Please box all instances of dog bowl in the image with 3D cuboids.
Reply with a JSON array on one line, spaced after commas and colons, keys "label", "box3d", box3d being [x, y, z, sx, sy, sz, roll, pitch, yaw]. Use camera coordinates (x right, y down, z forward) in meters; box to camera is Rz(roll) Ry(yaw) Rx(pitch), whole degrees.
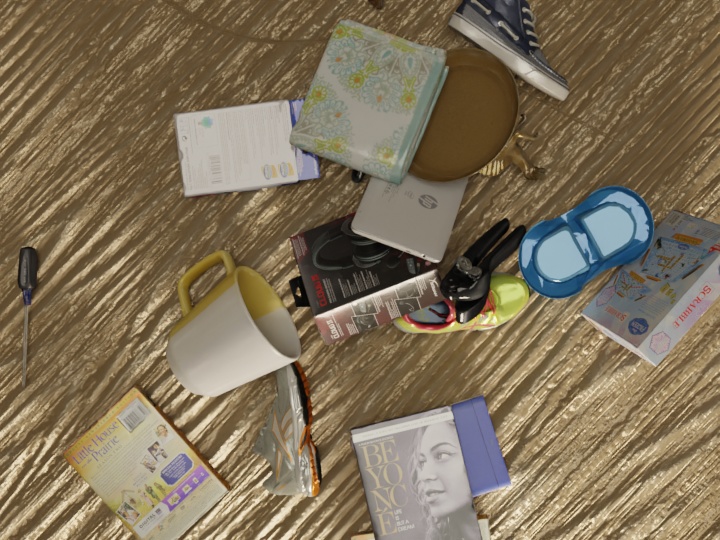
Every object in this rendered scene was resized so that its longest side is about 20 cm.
[{"label": "dog bowl", "box3d": [0.312, -0.039, 1.684, 0.199, 0.050, 0.112, -29, 89, 0]}]

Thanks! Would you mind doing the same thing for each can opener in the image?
[{"label": "can opener", "box3d": [0.167, -0.013, 1.639, 0.063, 0.079, 0.200, 25, 46, 14]}]

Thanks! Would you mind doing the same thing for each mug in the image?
[{"label": "mug", "box3d": [-0.186, 0.087, 1.672, 0.153, 0.187, 0.150, -33, 120, 15]}]

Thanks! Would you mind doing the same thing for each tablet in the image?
[{"label": "tablet", "box3d": [0.072, -0.097, 1.644, 0.129, 0.201, 0.014, 21, 135, 1]}]

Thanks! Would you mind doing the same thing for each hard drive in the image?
[{"label": "hard drive", "box3d": [0.100, 0.270, 1.701, 0.198, 0.025, 0.133, -18, 89, 1]}]

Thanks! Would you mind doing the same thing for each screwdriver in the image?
[{"label": "screwdriver", "box3d": [-0.476, 0.067, 1.723, 0.029, 0.028, 0.202, -3, 91, -27]}]

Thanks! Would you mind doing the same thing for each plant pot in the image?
[{"label": "plant pot", "box3d": [0.130, -0.212, 1.667, 0.198, 0.027, 0.202, -9, 70, 25]}]

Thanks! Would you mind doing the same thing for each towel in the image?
[{"label": "towel", "box3d": [0.015, -0.237, 1.661, 0.170, 0.048, 0.202, 20, 81, 12]}]

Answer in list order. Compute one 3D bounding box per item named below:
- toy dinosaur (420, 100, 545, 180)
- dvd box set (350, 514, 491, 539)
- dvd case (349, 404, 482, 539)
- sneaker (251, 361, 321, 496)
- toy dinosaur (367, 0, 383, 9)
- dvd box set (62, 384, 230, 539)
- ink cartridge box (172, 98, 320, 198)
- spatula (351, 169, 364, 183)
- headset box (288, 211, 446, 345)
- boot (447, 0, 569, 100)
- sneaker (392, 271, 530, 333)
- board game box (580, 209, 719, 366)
[{"label": "toy dinosaur", "box3d": [0.175, -0.186, 1.684, 0.198, 0.058, 0.102, 16, 88, 0]}, {"label": "dvd box set", "box3d": [0.092, 0.432, 1.697, 0.198, 0.029, 0.148, -8, 89, 1]}, {"label": "dvd case", "box3d": [0.078, 0.303, 1.678, 0.147, 0.016, 0.202, -13, 87, 1]}, {"label": "sneaker", "box3d": [-0.114, 0.221, 1.688, 0.091, 0.076, 0.202, -8, 87, 9]}, {"label": "toy dinosaur", "box3d": [0.066, -0.467, 1.692, 0.105, 0.060, 0.202, 19, 90, 3]}, {"label": "dvd box set", "box3d": [-0.304, 0.285, 1.703, 0.146, 0.029, 0.200, -43, 90, 1]}, {"label": "ink cartridge box", "box3d": [-0.160, -0.175, 1.707, 0.198, 0.042, 0.121, -7, 89, 4]}, {"label": "spatula", "box3d": [0.019, -0.223, 1.708, 0.056, 0.020, 0.202, 16, 95, 29]}, {"label": "headset box", "box3d": [0.000, 0.000, 1.648, 0.198, 0.078, 0.150, -20, 51, 1]}, {"label": "boot", "box3d": [0.225, -0.327, 1.678, 0.199, 0.073, 0.091, 35, 96, 3]}, {"label": "sneaker", "box3d": [0.142, 0.052, 1.670, 0.198, 0.090, 0.079, -14, 88, 1]}, {"label": "board game box", "box3d": [0.408, 0.018, 1.607, 0.041, 0.200, 0.200, 41, 92, -15]}]
